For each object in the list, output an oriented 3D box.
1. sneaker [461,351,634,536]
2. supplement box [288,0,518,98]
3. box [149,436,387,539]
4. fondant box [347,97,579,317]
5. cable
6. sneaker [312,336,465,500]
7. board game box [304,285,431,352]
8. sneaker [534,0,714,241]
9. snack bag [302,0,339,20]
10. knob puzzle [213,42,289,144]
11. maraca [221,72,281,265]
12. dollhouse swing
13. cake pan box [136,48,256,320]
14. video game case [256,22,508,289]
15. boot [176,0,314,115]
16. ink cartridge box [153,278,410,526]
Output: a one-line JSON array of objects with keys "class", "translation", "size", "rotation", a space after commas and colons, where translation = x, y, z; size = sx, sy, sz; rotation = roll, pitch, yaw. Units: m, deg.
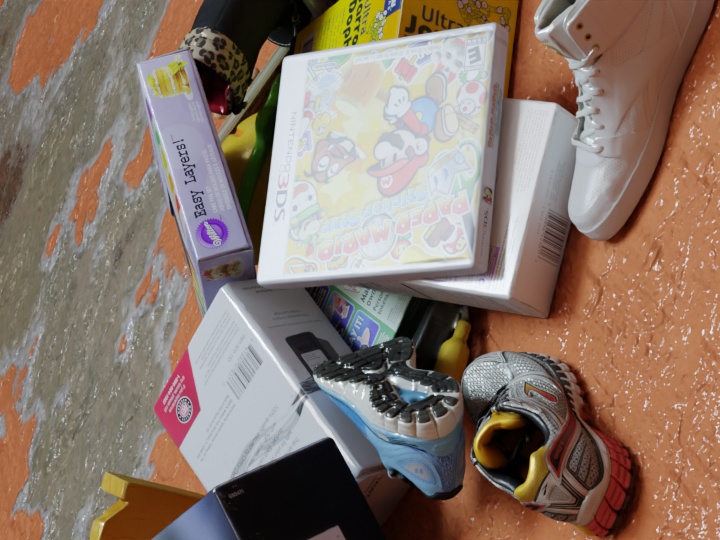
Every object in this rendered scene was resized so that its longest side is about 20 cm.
[{"class": "sneaker", "translation": [0.110, 0.103, 1.413], "size": [0.078, 0.082, 0.200], "rotation": [-67, 25, 12]}, {"class": "supplement box", "translation": [0.027, -0.162, 1.720], "size": [0.200, 0.108, 0.111], "rotation": [-30, 47, 55]}, {"class": "box", "translation": [-0.064, 0.261, 1.518], "size": [0.198, 0.123, 0.201], "rotation": [-41, 73, 48]}, {"class": "fondant box", "translation": [0.062, -0.054, 1.555], "size": [0.199, 0.058, 0.146], "rotation": [9, 81, 38]}, {"class": "cable", "translation": [0.079, 0.023, 1.602], "size": [0.201, 0.050, 0.097], "rotation": [-64, 7, -11]}, {"class": "sneaker", "translation": [0.022, 0.110, 1.504], "size": [0.200, 0.078, 0.091], "rotation": [-138, 32, -69]}, {"class": "board game box", "translation": [0.000, 0.000, 1.666], "size": [0.134, 0.029, 0.201], "rotation": [37, 111, 37]}, {"class": "sneaker", "translation": [0.156, -0.129, 1.437], "size": [0.074, 0.115, 0.202], "rotation": [26, 98, 62]}, {"class": "snack bag", "translation": [-0.003, -0.294, 1.822], "size": [0.200, 0.021, 0.190], "rotation": [49, -120, -71]}, {"class": "knob puzzle", "translation": [-0.101, -0.173, 1.983], "size": [0.221, 0.030, 0.220], "rotation": [-56, 1, 2]}, {"class": "maraca", "translation": [-0.077, -0.093, 1.859], "size": [0.137, 0.106, 0.201], "rotation": [-55, -18, -56]}, {"class": "dollhouse swing", "translation": [-0.235, 0.282, 1.904], "size": [0.175, 0.181, 0.202], "rotation": [12, 85, 44]}, {"class": "cake pan box", "translation": [-0.128, -0.053, 1.715], "size": [0.200, 0.052, 0.186], "rotation": [91, 164, -68]}, {"class": "video game case", "translation": [0.014, -0.082, 1.549], "size": [0.199, 0.023, 0.184], "rotation": [-5, 72, 36]}, {"class": "boot", "translation": [-0.097, -0.201, 1.781], "size": [0.200, 0.073, 0.152], "rotation": [90, -157, -71]}, {"class": "ink cartridge box", "translation": [-0.057, 0.127, 1.638], "size": [0.200, 0.083, 0.146], "rotation": [52, 127, 27]}]
